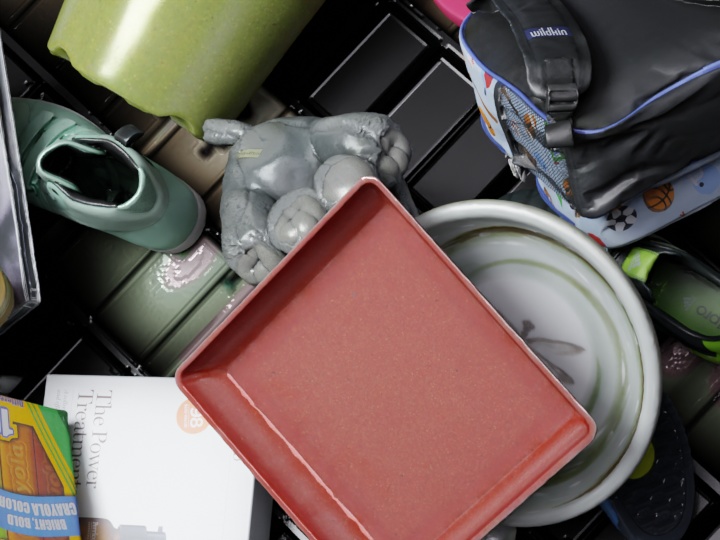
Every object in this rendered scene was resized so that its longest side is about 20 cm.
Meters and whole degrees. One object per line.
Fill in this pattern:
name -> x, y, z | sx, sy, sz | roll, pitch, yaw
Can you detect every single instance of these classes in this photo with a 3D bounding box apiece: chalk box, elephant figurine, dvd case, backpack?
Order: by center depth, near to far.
backpack -> 0.160, -0.120, 1.532 | 0.200, 0.154, 0.191 | -24, 41, -17
chalk box -> -0.253, 0.187, 1.535 | 0.124, 0.125, 0.200 | -33, 56, 34
elephant figurine -> 0.000, 0.000, 1.577 | 0.141, 0.200, 0.155 | -17, 44, 26
dvd case -> -0.261, -0.049, 1.652 | 0.016, 0.149, 0.200 | 1, 70, -32

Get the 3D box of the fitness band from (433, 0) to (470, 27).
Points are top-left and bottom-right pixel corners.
fitness band -> 0.122, -0.245, 1.655 | 0.144, 0.037, 0.200 | 36, 87, 18

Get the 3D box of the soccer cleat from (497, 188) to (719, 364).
soccer cleat -> 0.165, -0.004, 1.547 | 0.200, 0.081, 0.068 | 27, 82, 20

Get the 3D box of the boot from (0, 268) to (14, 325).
boot -> -0.281, 0.069, 1.601 | 0.200, 0.155, 0.072 | -28, 59, 13

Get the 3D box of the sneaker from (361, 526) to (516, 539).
sneaker -> 0.011, 0.199, 1.536 | 0.200, 0.070, 0.080 | -44, 72, -1

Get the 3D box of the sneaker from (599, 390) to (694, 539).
sneaker -> 0.141, 0.081, 1.539 | 0.066, 0.078, 0.200 | -28, 93, -22

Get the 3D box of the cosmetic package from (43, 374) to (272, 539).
cosmetic package -> -0.135, 0.169, 1.593 | 0.151, 0.052, 0.200 | 1, 74, 13

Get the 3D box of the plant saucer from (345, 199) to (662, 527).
plant saucer -> 0.090, 0.051, 1.474 | 0.200, 0.050, 0.200 | 8, 108, 25

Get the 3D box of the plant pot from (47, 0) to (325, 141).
plant pot -> -0.106, -0.193, 1.629 | 0.200, 0.200, 0.184 | 33, 96, 21

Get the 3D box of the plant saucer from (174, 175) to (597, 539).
plant saucer -> 0.017, 0.073, 1.468 | 0.200, 0.037, 0.200 | 48, 121, 6

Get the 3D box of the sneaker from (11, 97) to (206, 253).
sneaker -> -0.205, -0.080, 1.647 | 0.200, 0.118, 0.074 | 22, 82, 21
